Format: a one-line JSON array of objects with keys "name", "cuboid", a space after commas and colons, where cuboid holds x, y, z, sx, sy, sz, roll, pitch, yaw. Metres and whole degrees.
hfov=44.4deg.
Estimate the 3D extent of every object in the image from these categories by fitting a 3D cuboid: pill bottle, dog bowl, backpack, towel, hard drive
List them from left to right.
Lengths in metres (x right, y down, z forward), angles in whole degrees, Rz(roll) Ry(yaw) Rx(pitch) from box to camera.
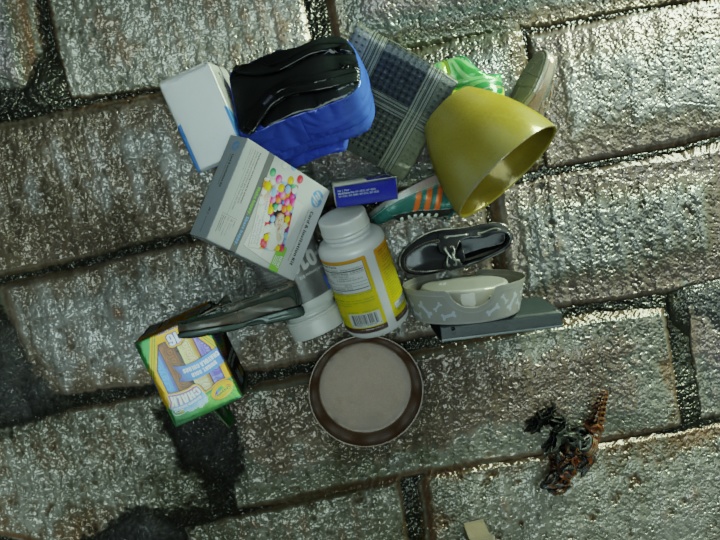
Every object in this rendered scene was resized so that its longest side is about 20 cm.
[{"name": "pill bottle", "cuboid": [-0.108, 0.009, 1.459, 0.114, 0.114, 0.200, -25, 99, 0]}, {"name": "backpack", "cuboid": [-0.078, -0.258, 1.357, 0.200, 0.168, 0.163, -22, 60, 9]}, {"name": "pill bottle", "cuboid": [0.000, 0.000, 1.409, 0.109, 0.109, 0.200, -19, 114, -1]}, {"name": "towel", "cuboid": [0.033, -0.271, 1.437, 0.192, 0.035, 0.200, 29, 118, -2]}, {"name": "dog bowl", "cuboid": [0.170, 0.042, 1.444, 0.200, 0.200, 0.059, -6, 97, -3]}, {"name": "hard drive", "cuboid": [0.222, 0.079, 1.476, 0.200, 0.140, 0.033, -7, 98, -2]}]

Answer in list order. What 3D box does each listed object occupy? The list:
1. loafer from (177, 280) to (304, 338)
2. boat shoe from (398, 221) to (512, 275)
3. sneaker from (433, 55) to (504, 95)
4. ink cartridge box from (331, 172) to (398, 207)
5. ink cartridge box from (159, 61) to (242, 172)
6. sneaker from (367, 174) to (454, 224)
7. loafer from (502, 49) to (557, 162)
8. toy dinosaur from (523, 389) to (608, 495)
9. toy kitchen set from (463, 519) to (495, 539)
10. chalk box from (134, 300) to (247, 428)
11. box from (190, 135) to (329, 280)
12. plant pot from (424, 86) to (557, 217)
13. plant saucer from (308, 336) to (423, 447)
[{"name": "loafer", "cuboid": [-0.189, 0.061, 1.379, 0.200, 0.072, 0.063, -10, 86, -12]}, {"name": "boat shoe", "cuboid": [0.162, -0.037, 1.494, 0.200, 0.063, 0.073, -15, 99, -1]}, {"name": "sneaker", "cuboid": [0.140, -0.313, 1.459, 0.200, 0.074, 0.084, 16, 66, 0]}, {"name": "ink cartridge box", "cuboid": [0.005, -0.128, 1.402, 0.099, 0.200, 0.039, -9, 97, -1]}, {"name": "ink cartridge box", "cuboid": [-0.229, -0.237, 1.374, 0.084, 0.200, 0.146, -23, 99, 3]}, {"name": "sneaker", "cuboid": [0.114, -0.112, 1.476, 0.200, 0.071, 0.080, -25, 95, -1]}, {"name": "loafer", "cuboid": [0.282, -0.265, 1.473, 0.063, 0.072, 0.200, 18, 104, -23]}, {"name": "toy dinosaur", "cuboid": [0.370, 0.298, 1.557, 0.136, 0.102, 0.200, 28, 78, -22]}, {"name": "toy kitchen set", "cuboid": [0.303, 0.537, 1.536, 0.200, 0.163, 0.181, -11, 99, -2]}, {"name": "chalk box", "cuboid": [-0.268, 0.171, 1.468, 0.124, 0.125, 0.200, -23, 98, 0]}, {"name": "box", "cuboid": [-0.144, -0.088, 1.312, 0.041, 0.200, 0.156, 17, 82, 37]}, {"name": "plant pot", "cuboid": [0.183, -0.202, 1.375, 0.200, 0.200, 0.142, -41, 77, 3]}, {"name": "plant saucer", "cuboid": [0.009, 0.207, 1.536, 0.200, 0.034, 0.201, -1, 98, -4]}]
